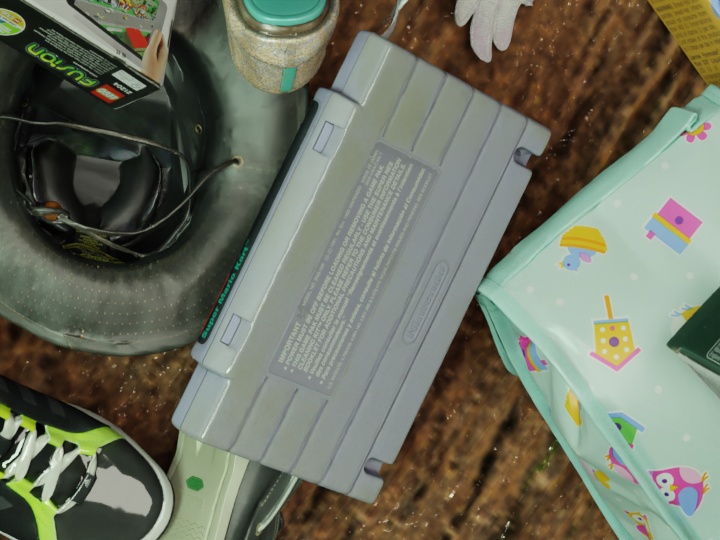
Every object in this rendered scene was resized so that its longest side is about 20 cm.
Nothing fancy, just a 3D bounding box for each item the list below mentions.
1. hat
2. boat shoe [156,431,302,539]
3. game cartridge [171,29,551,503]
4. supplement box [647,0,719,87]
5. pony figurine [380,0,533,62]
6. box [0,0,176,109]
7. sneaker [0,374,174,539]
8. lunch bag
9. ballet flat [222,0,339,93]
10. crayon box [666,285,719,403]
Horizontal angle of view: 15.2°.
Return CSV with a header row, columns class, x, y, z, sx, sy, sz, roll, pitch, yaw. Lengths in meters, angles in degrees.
class,x,y,z,sx,sy,sz,roll,pitch,yaw
hat,-0.116,-0.063,1.286,0.199,0.081,0.202,-1,95,-9
boat shoe,-0.067,0.128,1.310,0.067,0.072,0.201,24,91,-39
game cartridge,0.000,0.000,1.257,0.129,0.038,0.201,25,92,-41
supplement box,0.206,-0.120,1.369,0.066,0.069,0.200,-39,98,-12
pony figurine,0.052,-0.208,1.285,0.200,0.166,0.193,41,112,13
box,-0.159,-0.163,1.157,0.200,0.035,0.111,31,53,-37
sneaker,-0.181,0.080,1.260,0.199,0.083,0.072,28,89,-4
lunch bag,0.166,0.033,1.337,0.170,0.122,0.200,-38,105,-9
ballet flat,-0.045,-0.163,1.232,0.068,0.067,0.201,-1,55,-2
crayon box,0.241,0.096,1.240,0.051,0.127,0.200,-46,115,-5
